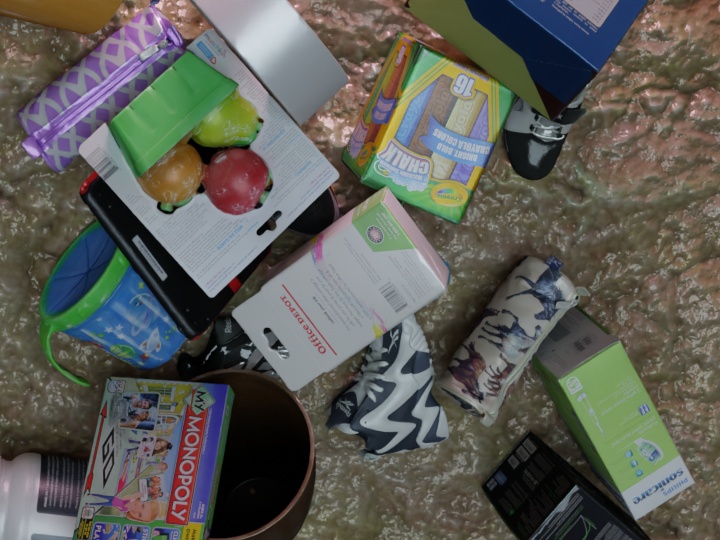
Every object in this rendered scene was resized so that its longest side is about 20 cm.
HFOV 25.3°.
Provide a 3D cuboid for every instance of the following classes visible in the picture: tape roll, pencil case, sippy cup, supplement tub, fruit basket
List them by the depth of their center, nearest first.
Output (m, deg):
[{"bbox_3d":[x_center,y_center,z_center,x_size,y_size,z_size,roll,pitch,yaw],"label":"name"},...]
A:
[{"bbox_3d":[-0.101,-0.243,1.603,0.071,0.203,0.203,-42,109,2],"label":"tape roll"},{"bbox_3d":[-0.151,-0.108,1.603,0.185,0.094,0.200,-44,105,-10],"label":"fruit basket"},{"bbox_3d":[-0.259,-0.186,1.646,0.200,0.086,0.084,-39,110,2],"label":"pencil case"},{"bbox_3d":[-0.247,0.033,1.690,0.177,0.140,0.130,-36,121,24],"label":"sippy cup"},{"bbox_3d":[-0.314,0.272,1.727,0.198,0.140,0.142,9,103,-14],"label":"supplement tub"},{"bbox_3d":[0.164,0.077,1.770,0.201,0.089,0.078,-54,132,-15],"label":"pencil case"}]

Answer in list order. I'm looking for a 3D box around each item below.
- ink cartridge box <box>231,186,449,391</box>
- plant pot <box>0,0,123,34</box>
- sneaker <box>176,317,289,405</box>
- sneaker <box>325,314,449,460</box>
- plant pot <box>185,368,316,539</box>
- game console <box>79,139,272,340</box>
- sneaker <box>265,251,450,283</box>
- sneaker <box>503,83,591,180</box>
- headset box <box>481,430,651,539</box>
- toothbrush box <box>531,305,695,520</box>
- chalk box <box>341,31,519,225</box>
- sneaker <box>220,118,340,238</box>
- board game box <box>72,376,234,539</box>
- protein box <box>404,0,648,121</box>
[{"bbox_3d":[-0.021,0.021,1.650,0.199,0.067,0.117,-34,102,14],"label":"ink cartridge box"},{"bbox_3d":[-0.318,-0.322,1.552,0.182,0.200,0.201,23,100,-31],"label":"plant pot"},{"bbox_3d":[-0.117,0.079,1.755,0.199,0.067,0.091,-34,111,1],"label":"sneaker"},{"bbox_3d":[0.013,0.124,1.785,0.129,0.079,0.201,-23,118,-14],"label":"sneaker"},{"bbox_3d":[-0.124,0.233,1.722,0.185,0.188,0.200,-24,151,-4],"label":"plant pot"},{"bbox_3d":[-0.186,-0.054,1.669,0.201,0.031,0.177,54,49,-18],"label":"game console"},{"bbox_3d":[0.000,0.000,1.721,0.198,0.081,0.077,-2,107,13],"label":"sneaker"},{"bbox_3d":[0.209,-0.191,1.739,0.073,0.089,0.202,7,105,-15],"label":"sneaker"},{"bbox_3d":[0.258,0.302,1.835,0.200,0.174,0.093,40,94,-19],"label":"headset box"},{"bbox_3d":[0.278,0.159,1.815,0.086,0.146,0.201,-30,108,-3],"label":"toothbrush box"},{"bbox_3d":[0.061,-0.132,1.705,0.123,0.124,0.201,23,98,-17],"label":"chalk box"},{"bbox_3d":[-0.093,-0.106,1.706,0.078,0.077,0.200,-44,110,1],"label":"sneaker"},{"bbox_3d":[-0.209,0.208,1.618,0.133,0.029,0.202,2,63,11],"label":"board game box"},{"bbox_3d":[0.189,-0.304,1.617,0.198,0.135,0.201,37,68,-2],"label":"protein box"}]
